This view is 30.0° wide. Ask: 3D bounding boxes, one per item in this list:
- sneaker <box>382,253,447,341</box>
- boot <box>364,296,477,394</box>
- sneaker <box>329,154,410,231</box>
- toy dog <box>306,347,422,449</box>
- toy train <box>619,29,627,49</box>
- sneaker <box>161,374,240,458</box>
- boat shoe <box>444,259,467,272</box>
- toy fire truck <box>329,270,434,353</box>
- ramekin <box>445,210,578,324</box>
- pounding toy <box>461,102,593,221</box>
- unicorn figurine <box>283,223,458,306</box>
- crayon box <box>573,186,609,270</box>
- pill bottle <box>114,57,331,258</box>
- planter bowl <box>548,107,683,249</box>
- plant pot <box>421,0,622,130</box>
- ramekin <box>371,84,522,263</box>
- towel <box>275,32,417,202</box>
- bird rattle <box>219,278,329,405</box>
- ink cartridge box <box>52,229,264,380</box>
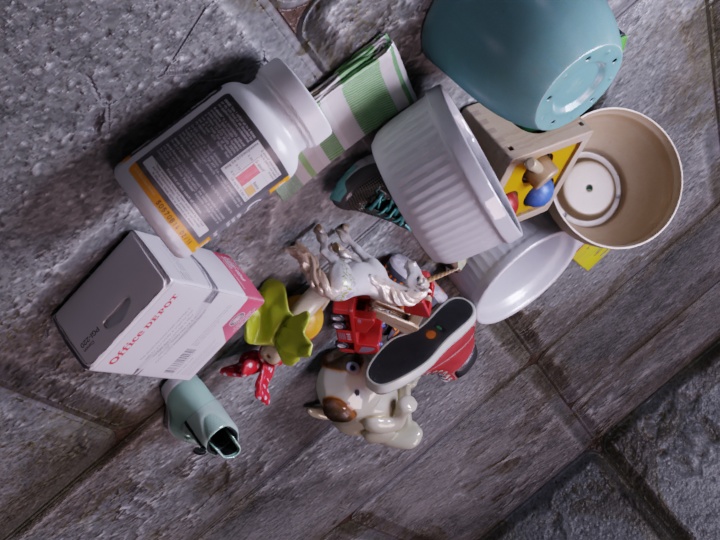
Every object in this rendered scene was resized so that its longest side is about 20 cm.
[{"bbox_3d":[0.056,0.048,1.938,0.112,0.078,0.200,-43,156,5],"label":"sneaker"},{"bbox_3d":[0.096,0.146,1.995,0.200,0.072,0.145,-35,145,-20],"label":"boot"},{"bbox_3d":[0.046,-0.090,1.661,0.200,0.091,0.078,-7,140,-51],"label":"sneaker"},{"bbox_3d":[-0.001,0.182,2.053,0.193,0.140,0.200,3,163,17],"label":"toy dog"},{"bbox_3d":[0.268,-0.270,1.734,0.199,0.042,0.057,-24,142,-32],"label":"toy train"},{"bbox_3d":[-0.208,0.222,1.811,0.074,0.118,0.201,-35,158,-13],"label":"sneaker"},{"bbox_3d":[0.125,-0.061,1.876,0.076,0.072,0.200,-52,165,-4],"label":"boat shoe"},{"bbox_3d":[0.031,0.061,1.856,0.140,0.049,0.200,7,152,8],"label":"toy fire truck"},{"bbox_3d":[0.224,-0.021,2.037,0.200,0.098,0.201,-33,156,-17],"label":"ramekin"},{"bbox_3d":[0.202,-0.139,1.737,0.184,0.142,0.200,-22,151,-36],"label":"pounding toy"},{"bbox_3d":[0.000,0.000,1.695,0.199,0.138,0.074,-20,150,-38],"label":"unicorn figurine"},{"bbox_3d":[0.386,-0.074,2.238,0.127,0.051,0.200,-43,156,8],"label":"crayon box"},{"bbox_3d":[-0.134,-0.113,1.327,0.200,0.117,0.116,-37,157,-4],"label":"pill bottle"},{"bbox_3d":[0.348,-0.125,1.950,0.200,0.201,0.135,-34,-178,-11],"label":"planter bowl"},{"bbox_3d":[0.195,-0.255,1.499,0.200,0.161,0.201,-32,156,-16],"label":"plant pot"},{"bbox_3d":[0.096,-0.102,1.551,0.105,0.201,0.200,-29,158,10],"label":"ramekin"},{"bbox_3d":[-0.029,-0.166,1.502,0.200,0.023,0.153,-39,157,-1],"label":"towel"},{"bbox_3d":[-0.092,0.087,1.775,0.163,0.112,0.200,-45,165,-29],"label":"bird rattle"},{"bbox_3d":[-0.225,0.044,1.513,0.146,0.085,0.200,-45,158,14],"label":"ink cartridge box"}]
